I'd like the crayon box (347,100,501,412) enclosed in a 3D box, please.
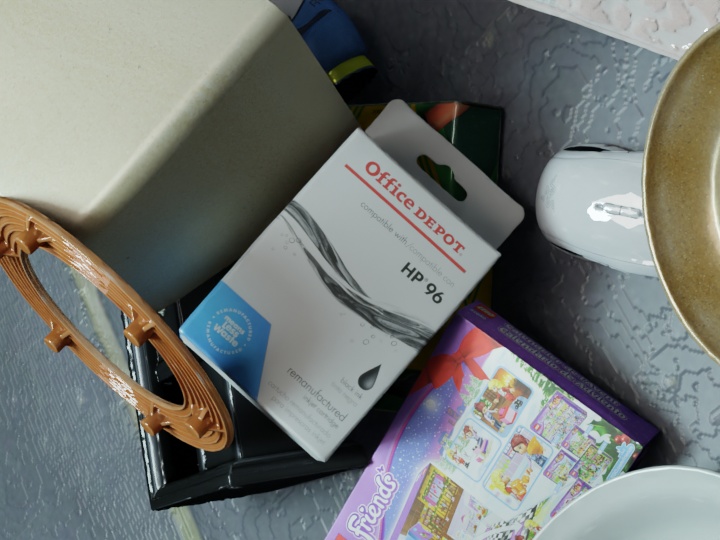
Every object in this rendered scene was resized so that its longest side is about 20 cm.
[{"bbox_3d":[0.025,-0.006,1.186,0.126,0.051,0.202,2,89,43],"label":"crayon box"}]

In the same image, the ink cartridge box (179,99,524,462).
[{"bbox_3d":[0.000,0.000,1.083,0.116,0.068,0.200,41,83,0],"label":"ink cartridge box"}]

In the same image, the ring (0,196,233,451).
[{"bbox_3d":[-0.153,0.037,1.067,0.200,0.201,0.019,27,63,41],"label":"ring"}]

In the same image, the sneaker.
[{"bbox_3d":[-0.082,-0.112,1.258,0.200,0.066,0.079,-37,82,20],"label":"sneaker"}]

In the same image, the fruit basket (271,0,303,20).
[{"bbox_3d":[-0.125,-0.191,1.306,0.199,0.093,0.187,26,116,32],"label":"fruit basket"}]

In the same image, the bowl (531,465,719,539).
[{"bbox_3d":[0.171,0.215,0.987,0.200,0.090,0.202,-23,49,30],"label":"bowl"}]

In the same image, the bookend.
[{"bbox_3d":[-0.086,0.047,1.201,0.200,0.091,0.200,154,109,-67],"label":"bookend"}]

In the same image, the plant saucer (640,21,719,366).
[{"bbox_3d":[0.226,-0.035,0.936,0.200,0.035,0.202,17,112,52],"label":"plant saucer"}]

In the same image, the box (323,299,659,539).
[{"bbox_3d":[0.072,0.139,1.111,0.136,0.039,0.201,36,113,15],"label":"box"}]

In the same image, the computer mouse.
[{"bbox_3d":[0.170,-0.029,1.055,0.199,0.044,0.111,12,97,43],"label":"computer mouse"}]

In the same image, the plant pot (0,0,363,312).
[{"bbox_3d":[-0.144,-0.094,1.114,0.200,0.200,0.177,36,84,23],"label":"plant pot"}]

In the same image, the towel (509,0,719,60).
[{"bbox_3d":[0.154,-0.210,0.982,0.190,0.032,0.201,18,132,10],"label":"towel"}]
